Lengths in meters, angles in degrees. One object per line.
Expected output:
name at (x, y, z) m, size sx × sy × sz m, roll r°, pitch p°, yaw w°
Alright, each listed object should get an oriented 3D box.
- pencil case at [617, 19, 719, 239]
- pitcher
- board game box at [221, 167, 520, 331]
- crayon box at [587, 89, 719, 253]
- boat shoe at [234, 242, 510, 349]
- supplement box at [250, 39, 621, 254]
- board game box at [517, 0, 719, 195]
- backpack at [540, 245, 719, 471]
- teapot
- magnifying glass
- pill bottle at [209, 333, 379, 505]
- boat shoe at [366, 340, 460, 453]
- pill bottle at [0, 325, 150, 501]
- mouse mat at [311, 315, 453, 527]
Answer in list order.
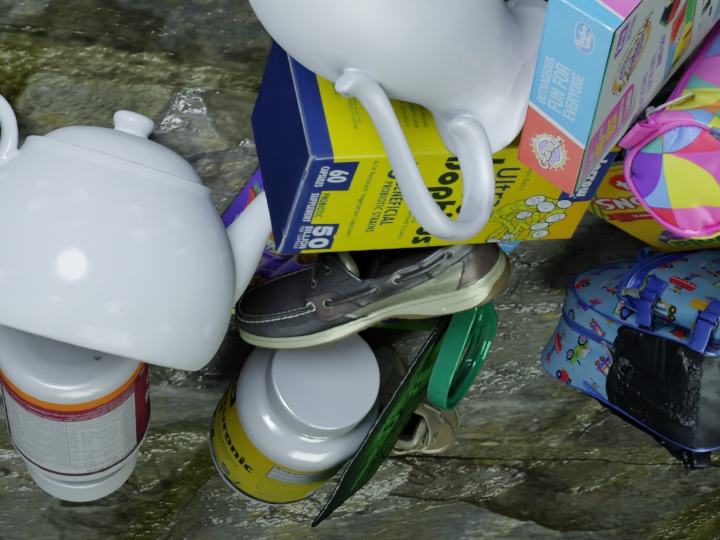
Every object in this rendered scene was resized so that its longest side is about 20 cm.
pencil case at (0.229, -0.103, 1.122) m, size 0.088 × 0.088 × 0.200 m, roll -45°, pitch -178°, yaw 44°
pitcher at (0.020, -0.124, 0.997) m, size 0.121 × 0.173 × 0.200 m, roll -12°, pitch 148°, yaw 37°
board game box at (-0.004, -0.015, 1.316) m, size 0.199 × 0.045 × 0.135 m, roll 6°, pitch 146°, yaw -30°
crayon box at (0.230, -0.060, 1.274) m, size 0.126 × 0.051 × 0.199 m, roll -8°, pitch 158°, yaw 42°
boat shoe at (0.000, 0.000, 1.238) m, size 0.199 × 0.073 × 0.065 m, roll -15°, pitch 126°, yaw 19°
supplement box at (0.044, -0.087, 1.144) m, size 0.199 × 0.110 × 0.109 m, roll -4°, pitch 150°, yaw -16°
board game box at (0.166, -0.158, 1.015) m, size 0.200 × 0.040 × 0.153 m, roll -48°, pitch 162°, yaw -26°
backpack at (0.243, 0.043, 1.399) m, size 0.182 × 0.200 × 0.135 m, roll -16°, pitch 117°, yaw -36°
teapot at (-0.164, -0.029, 1.139) m, size 0.196 × 0.147 × 0.200 m, roll 14°, pitch 179°, yaw 19°
magnifying glass at (0.079, 0.029, 1.327) m, size 0.022 × 0.080 × 0.201 m, roll 28°, pitch 144°, yaw 15°
pill bottle at (-0.048, 0.107, 1.409) m, size 0.111 × 0.112 × 0.200 m, roll -3°, pitch 161°, yaw -16°
boat shoe at (0.034, 0.125, 1.553) m, size 0.072 × 0.065 × 0.200 m, roll -21°, pitch 150°, yaw 14°
pill bottle at (-0.209, 0.088, 1.349) m, size 0.109 × 0.110 × 0.200 m, roll -7°, pitch 151°, yaw -10°
mouse mat at (0.034, 0.102, 1.407) m, size 0.201 × 0.008 × 0.161 m, roll -60°, pitch 169°, yaw 17°
